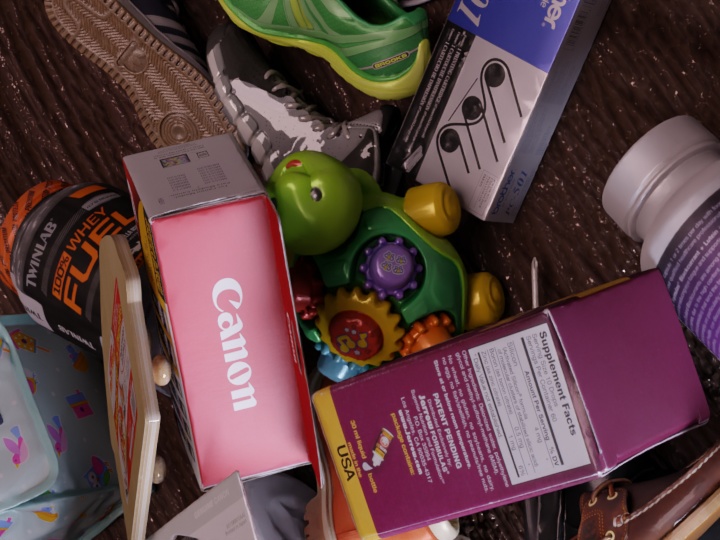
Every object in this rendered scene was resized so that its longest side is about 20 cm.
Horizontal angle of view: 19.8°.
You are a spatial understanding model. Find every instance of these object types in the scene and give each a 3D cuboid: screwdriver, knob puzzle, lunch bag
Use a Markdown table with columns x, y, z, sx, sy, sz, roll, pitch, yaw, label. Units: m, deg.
| x | y | z | sx | sy | sz | roll | pitch | yaw | label |
| --- | --- | --- | --- | --- | --- | --- | --- | --- | --- |
| 0.119 | 0.092 | 1.401 | 0.028 | 0.029 | 0.202 | -3 | 92 | 35 | screwdriver |
| -0.152 | 0.062 | 1.413 | 0.220 | 0.030 | 0.222 | 175 | 90 | -77 | knob puzzle |
| -0.279 | 0.125 | 1.589 | 0.122 | 0.199 | 0.171 | -37 | 67 | 29 | lunch bag |

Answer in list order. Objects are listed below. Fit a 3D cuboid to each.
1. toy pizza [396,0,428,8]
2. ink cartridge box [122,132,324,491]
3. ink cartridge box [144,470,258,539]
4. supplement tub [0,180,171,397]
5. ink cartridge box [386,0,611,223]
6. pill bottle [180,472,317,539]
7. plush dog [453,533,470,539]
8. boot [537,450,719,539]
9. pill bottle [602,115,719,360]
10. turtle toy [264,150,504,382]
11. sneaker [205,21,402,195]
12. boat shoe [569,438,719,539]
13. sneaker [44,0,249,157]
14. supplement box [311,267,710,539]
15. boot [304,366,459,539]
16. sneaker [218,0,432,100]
| x | y | z | sx | sy | sz | roll | pitch | yaw | label |
| --- | --- | --- | --- | --- | --- | --- | --- | --- | --- |
| 0.025 | -0.290 | 1.486 | 0.199 | 0.032 | 0.202 | -2 | 87 | 36 | toy pizza |
| -0.092 | 0.033 | 1.380 | 0.176 | 0.083 | 0.202 | -125 | 24 | -66 | ink cartridge box |
| -0.089 | 0.248 | 1.384 | 0.200 | 0.043 | 0.175 | -39 | 60 | 48 | ink cartridge box |
| -0.177 | 0.009 | 1.567 | 0.199 | 0.122 | 0.124 | 24 | 102 | 34 | supplement tub |
| 0.100 | -0.143 | 1.419 | 0.094 | 0.044 | 0.201 | 31 | 106 | 31 | ink cartridge box |
| -0.104 | 0.247 | 1.511 | 0.200 | 0.110 | 0.111 | -44 | 65 | 26 | pill bottle |
| 0.034 | 0.300 | 1.404 | 0.200 | 0.160 | 0.172 | 50 | 138 | 26 | plush dog |
| 0.195 | 0.137 | 1.322 | 0.161 | 0.073 | 0.200 | 8 | 100 | 38 | boot |
| 0.243 | -0.001 | 1.268 | 0.200 | 0.111 | 0.112 | 48 | 114 | 27 | pill bottle |
| 0.000 | 0.000 | 1.407 | 0.145 | 0.101 | 0.201 | -13 | 118 | 29 | turtle toy |
| -0.027 | -0.110 | 1.501 | 0.115 | 0.075 | 0.201 | -30 | 81 | 26 | sneaker |
| 0.157 | 0.166 | 1.269 | 0.070 | 0.070 | 0.200 | 50 | 117 | 15 | boat shoe |
| -0.148 | -0.164 | 1.594 | 0.070 | 0.109 | 0.200 | -40 | 96 | 25 | sneaker |
| 0.090 | 0.084 | 1.267 | 0.199 | 0.130 | 0.104 | -21 | 86 | 40 | supplement box |
| 0.018 | 0.128 | 1.427 | 0.107 | 0.075 | 0.201 | -28 | 40 | 18 | boot |
| -0.023 | -0.196 | 1.484 | 0.199 | 0.074 | 0.084 | 29 | 128 | 27 | sneaker |
